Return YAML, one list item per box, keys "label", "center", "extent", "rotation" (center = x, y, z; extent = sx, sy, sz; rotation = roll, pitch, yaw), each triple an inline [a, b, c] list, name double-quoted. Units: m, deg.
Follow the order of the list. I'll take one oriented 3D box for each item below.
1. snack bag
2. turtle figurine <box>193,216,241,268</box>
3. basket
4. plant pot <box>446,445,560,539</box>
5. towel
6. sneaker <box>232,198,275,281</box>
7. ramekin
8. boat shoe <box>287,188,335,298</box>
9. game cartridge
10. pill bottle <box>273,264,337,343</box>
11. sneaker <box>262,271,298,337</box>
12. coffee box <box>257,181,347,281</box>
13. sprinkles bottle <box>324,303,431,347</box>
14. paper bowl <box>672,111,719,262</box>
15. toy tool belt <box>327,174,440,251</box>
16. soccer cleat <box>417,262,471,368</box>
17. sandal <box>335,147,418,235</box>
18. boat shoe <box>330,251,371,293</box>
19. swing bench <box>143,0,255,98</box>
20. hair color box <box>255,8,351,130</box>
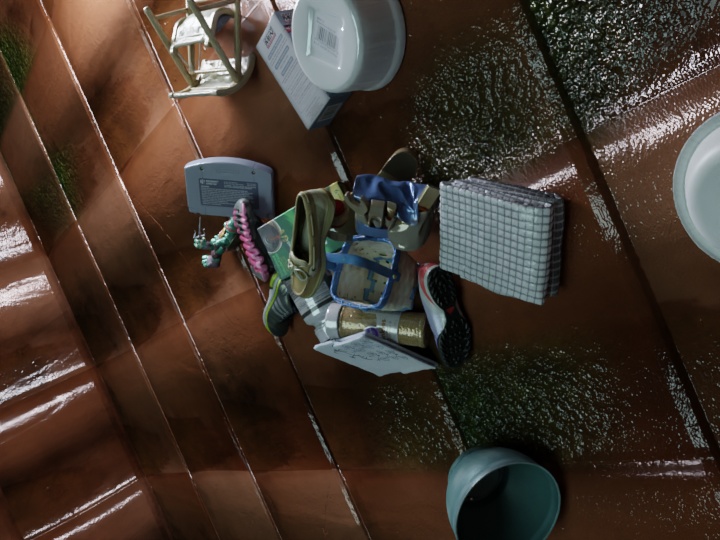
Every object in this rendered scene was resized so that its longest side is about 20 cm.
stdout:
- label: "snack bag"
  center: [0.022, 0.171, 1.404]
  extent: [0.199, 0.188, 0.022]
  rotation: [-20, 52, 52]
- label: "turtle figurine"
  center: [-0.331, -0.087, 1.705]
  extent: [0.101, 0.150, 0.200]
  rotation: [40, 147, 2]
- label: "basket"
  center: [0.000, 0.000, 1.297]
  extent: [0.176, 0.199, 0.140]
  rotation: [10, 86, 46]
- label: "plant pot"
  center: [0.235, 0.398, 1.269]
  extent: [0.134, 0.199, 0.202]
  rotation: [-135, 34, -66]
- label: "towel"
  center: [0.220, -0.053, 1.111]
  extent: [0.199, 0.085, 0.167]
  rotation: [21, 126, 40]
- label: "sneaker"
  center: [-0.220, -0.078, 1.597]
  extent: [0.079, 0.095, 0.201]
  rotation: [35, 147, 54]
- label: "ramekin"
  center: [-0.028, -0.398, 1.200]
  extent: [0.200, 0.097, 0.202]
  rotation: [27, 128, 39]
- label: "boat shoe"
  center: [-0.095, -0.042, 1.204]
  extent: [0.073, 0.063, 0.202]
  rotation: [38, 125, 36]
- label: "game cartridge"
  center: [-0.290, -0.185, 1.586]
  extent: [0.198, 0.041, 0.134]
  rotation: [5, 124, 4]
- label: "pill bottle"
  center: [-0.089, 0.043, 1.495]
  extent: [0.114, 0.113, 0.201]
  rotation: [-37, 81, 51]
- label: "sneaker"
  center: [-0.174, 0.086, 1.654]
  extent: [0.081, 0.074, 0.201]
  rotation: [36, 135, 27]
- label: "coffee box"
  center: [-0.096, -0.077, 1.409]
  extent: [0.199, 0.044, 0.124]
  rotation: [-27, 84, 16]
- label: "sprinkles bottle"
  center: [0.033, 0.104, 1.359]
  extent: [0.198, 0.068, 0.069]
  rotation: [4, 116, 19]
- label: "paper bowl"
  center: [0.454, -0.091, 0.799]
  extent: [0.200, 0.104, 0.202]
  rotation: [25, 128, 38]
- label: "toy tool belt"
  center: [0.032, -0.115, 1.194]
  extent: [0.198, 0.126, 0.123]
  rotation: [8, 147, 3]
- label: "soccer cleat"
  center: [0.149, 0.080, 1.289]
  extent: [0.073, 0.068, 0.202]
  rotation: [-150, 41, -68]
- label: "sandal"
  center: [0.034, -0.148, 1.298]
  extent: [0.078, 0.070, 0.212]
  rotation: [40, 121, -10]
- label: "boat shoe"
  center: [-0.003, 0.049, 1.432]
  extent: [0.070, 0.070, 0.201]
  rotation: [-21, 93, 53]
- label: "swing bench"
  center: [-0.331, -0.472, 1.494]
  extent: [0.198, 0.129, 0.202]
  rotation: [13, 124, 45]
- label: "hair color box"
  center: [-0.109, -0.378, 1.336]
  extent: [0.201, 0.060, 0.099]
  rotation: [58, 141, 8]
